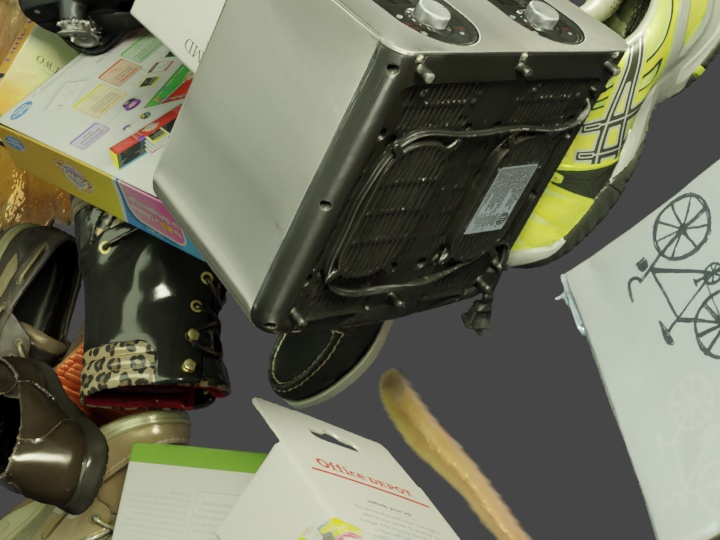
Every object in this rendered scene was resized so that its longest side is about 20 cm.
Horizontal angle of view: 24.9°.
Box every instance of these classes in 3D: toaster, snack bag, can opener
[{"bbox_3d":[0.013,-0.064,0.821,0.119,0.180,0.201,48,127,30],"label":"toaster"},{"bbox_3d":[0.196,0.025,0.787,0.200,0.021,0.189,-39,47,27],"label":"snack bag"},{"bbox_3d":[-0.126,-0.180,1.036,0.199,0.063,0.079,1,76,22],"label":"can opener"}]

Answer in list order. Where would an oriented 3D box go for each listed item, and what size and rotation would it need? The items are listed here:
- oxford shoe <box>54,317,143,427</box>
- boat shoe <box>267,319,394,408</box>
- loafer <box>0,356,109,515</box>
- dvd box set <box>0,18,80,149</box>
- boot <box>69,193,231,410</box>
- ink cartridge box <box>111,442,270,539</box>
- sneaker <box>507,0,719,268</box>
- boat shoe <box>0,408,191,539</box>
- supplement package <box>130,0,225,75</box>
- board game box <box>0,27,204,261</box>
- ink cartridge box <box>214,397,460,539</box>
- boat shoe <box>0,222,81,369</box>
[{"bbox_3d":[-0.166,0.053,1.142,0.201,0.071,0.073,-57,15,12],"label":"oxford shoe"},{"bbox_3d":[0.000,0.000,0.977,0.200,0.060,0.074,-47,46,21],"label":"boat shoe"},{"bbox_3d":[-0.231,0.095,1.064,0.200,0.071,0.073,20,89,55],"label":"loafer"},{"bbox_3d":[-0.161,-0.150,1.136,0.201,0.146,0.029,-61,26,-7],"label":"dvd box set"},{"bbox_3d":[-0.091,0.006,1.027,0.198,0.073,0.152,-4,68,9],"label":"boot"},{"bbox_3d":[-0.087,0.210,0.961,0.147,0.076,0.201,-2,72,46],"label":"ink cartridge box"},{"bbox_3d":[0.119,-0.094,0.883,0.201,0.076,0.075,-59,43,11],"label":"sneaker"},{"bbox_3d":[-0.177,0.162,1.088,0.200,0.072,0.065,-40,59,27],"label":"boat shoe"},{"bbox_3d":[-0.016,-0.191,0.888,0.121,0.119,0.201,43,120,30],"label":"supplement package"},{"bbox_3d":[-0.114,-0.097,1.026,0.199,0.040,0.153,25,58,40],"label":"board game box"},{"bbox_3d":[0.004,0.161,0.855,0.068,0.115,0.200,-54,41,12],"label":"ink cartridge box"},{"bbox_3d":[-0.258,0.057,1.216,0.073,0.074,0.201,-5,70,46],"label":"boat shoe"}]
